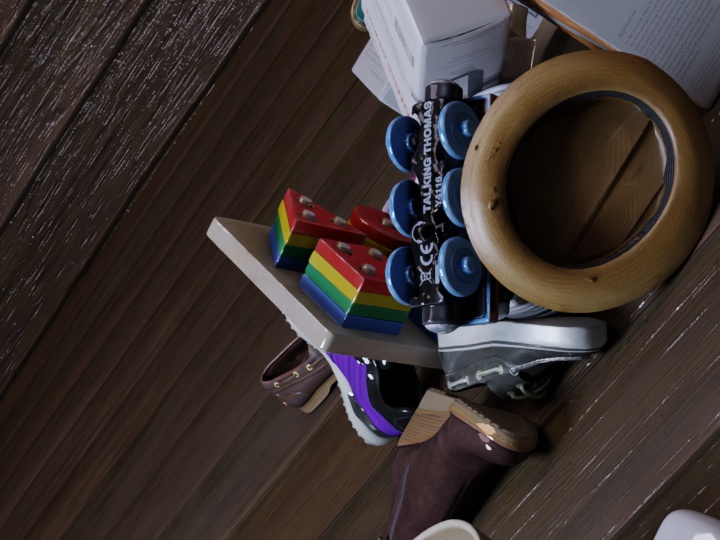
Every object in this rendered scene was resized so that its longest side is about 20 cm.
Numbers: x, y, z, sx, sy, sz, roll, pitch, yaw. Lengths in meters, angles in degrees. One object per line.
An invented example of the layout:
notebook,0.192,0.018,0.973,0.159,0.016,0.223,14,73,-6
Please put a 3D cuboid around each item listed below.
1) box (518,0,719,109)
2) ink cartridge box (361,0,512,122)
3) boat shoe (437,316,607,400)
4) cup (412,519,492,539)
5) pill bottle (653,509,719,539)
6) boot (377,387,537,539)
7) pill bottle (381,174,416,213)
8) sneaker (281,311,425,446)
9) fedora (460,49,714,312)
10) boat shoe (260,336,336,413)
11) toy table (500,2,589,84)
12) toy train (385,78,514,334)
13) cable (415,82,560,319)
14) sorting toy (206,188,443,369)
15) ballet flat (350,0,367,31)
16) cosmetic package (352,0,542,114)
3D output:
box,0.211,-0.230,1.493,0.098,0.199,0.124,-58,15,5
ink cartridge box,0.060,-0.218,1.543,0.200,0.084,0.147,95,155,-71
boat shoe,0.132,0.071,1.475,0.199,0.070,0.064,-8,85,61
cup,0.076,0.276,1.123,0.201,0.142,0.201,-54,16,23
pill bottle,0.169,0.237,0.959,0.201,0.110,0.111,-62,16,-8
boot,0.073,0.188,1.477,0.200,0.072,0.168,-170,97,-72
pill bottle,0.108,-0.067,1.691,0.200,0.112,0.113,-40,25,51
sneaker,0.003,0.061,1.691,0.069,0.201,0.099,-34,3,-34
fedora,0.171,-0.067,1.395,0.202,0.199,0.082,-60,0,1
boat shoe,-0.036,0.078,1.972,0.200,0.070,0.071,-49,18,31
toy table,0.153,-0.196,1.695,0.199,0.182,0.118,3,80,57
toy train,0.082,-0.048,1.442,0.086,0.114,0.202,-10,75,45
cable,0.134,-0.062,1.521,0.200,0.069,0.201,-46,54,28
sorting toy,0.000,0.000,1.606,0.199,0.199,0.070,43,113,42
ballet flat,0.038,-0.441,2.678,0.201,0.068,0.063,-61,2,-7
cosmetic package,0.102,-0.262,2.038,0.201,0.122,0.199,-57,16,8
